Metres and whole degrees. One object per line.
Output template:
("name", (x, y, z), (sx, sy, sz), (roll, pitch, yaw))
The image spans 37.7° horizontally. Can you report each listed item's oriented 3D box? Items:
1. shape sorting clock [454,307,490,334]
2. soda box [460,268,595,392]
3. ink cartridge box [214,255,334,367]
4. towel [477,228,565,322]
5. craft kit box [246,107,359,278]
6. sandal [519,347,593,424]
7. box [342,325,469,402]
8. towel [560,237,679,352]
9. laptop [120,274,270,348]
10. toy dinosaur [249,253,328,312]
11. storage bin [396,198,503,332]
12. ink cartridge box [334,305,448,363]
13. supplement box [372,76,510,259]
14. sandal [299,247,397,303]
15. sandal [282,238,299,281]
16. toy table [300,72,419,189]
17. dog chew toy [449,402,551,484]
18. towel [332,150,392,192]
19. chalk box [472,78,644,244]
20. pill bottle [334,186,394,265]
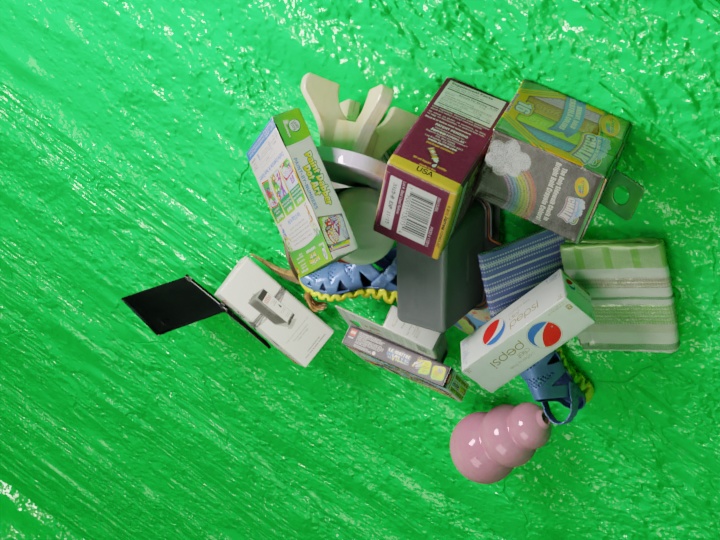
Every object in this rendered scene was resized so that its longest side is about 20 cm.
("shape sorting clock", (0.195, 0.046, 1.651), (0.198, 0.039, 0.201), (20, 139, 18))
("soda box", (0.235, 0.088, 1.503), (0.068, 0.064, 0.200), (36, 123, -24))
("ink cartridge box", (-0.156, 0.073, 1.852), (0.200, 0.083, 0.147), (41, 171, -7))
("towel", (0.250, 0.028, 1.537), (0.024, 0.144, 0.201), (-120, 10, -52))
("craft kit box", (-0.083, -0.098, 1.422), (0.199, 0.048, 0.200), (69, 163, 1))
("sandal", (0.291, 0.170, 1.656), (0.200, 0.087, 0.079), (41, 142, -19))
("box", (0.075, 0.156, 1.762), (0.199, 0.035, 0.110), (21, 169, 29))
("towel", (0.372, 0.035, 1.503), (0.148, 0.031, 0.201), (0, 129, 25))
("laptop", (-0.297, 0.094, 1.905), (0.200, 0.116, 0.187), (46, 172, -36))
("toy dinosaur", (-0.090, 0.014, 1.825), (0.198, 0.060, 0.107), (-2, 101, 32))
("storage bin", (0.125, -0.010, 1.530), (0.144, 0.134, 0.202), (15, 124, 27))
("ink cartridge box", (0.056, 0.096, 1.728), (0.172, 0.044, 0.200), (25, 170, 12))
("supplement box", (0.109, -0.138, 1.394), (0.102, 0.201, 0.132), (25, 140, 11))
("sandal", (0.000, 0.000, 1.686), (0.198, 0.080, 0.088), (1, 127, 1))
("sandal", (-0.102, -0.068, 1.716), (0.053, 0.081, 0.202), (-9, 122, -2))
("toy table", (-0.007, -0.185, 1.448), (0.183, 0.118, 0.199), (19, 175, -31))
("dog chew toy", (0.246, 0.287, 1.803), (0.125, 0.125, 0.200), (44, 133, -12))
("towel", (-0.013, -0.129, 1.629), (0.199, 0.031, 0.150), (-14, 120, 44))
("chalk box", (0.266, -0.133, 1.352), (0.199, 0.124, 0.125), (25, 140, 10))
("pill bottle", (-0.029, -0.066, 1.554), (0.110, 0.110, 0.200), (47, 167, -15))
